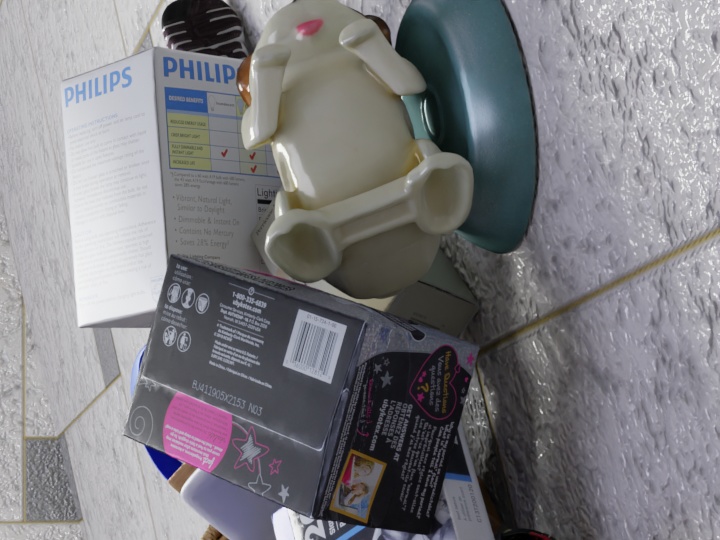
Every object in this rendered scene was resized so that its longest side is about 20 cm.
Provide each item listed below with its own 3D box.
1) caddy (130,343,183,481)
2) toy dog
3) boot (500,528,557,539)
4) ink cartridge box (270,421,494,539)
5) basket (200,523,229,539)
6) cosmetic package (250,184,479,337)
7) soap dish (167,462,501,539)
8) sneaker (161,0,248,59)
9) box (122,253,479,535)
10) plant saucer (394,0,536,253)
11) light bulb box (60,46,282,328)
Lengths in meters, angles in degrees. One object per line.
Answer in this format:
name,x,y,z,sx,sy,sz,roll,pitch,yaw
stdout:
caddy,-0.117,0.135,1.781,0.200,0.105,0.142,38,133,35
toy dog,-0.007,-0.096,1.416,0.194,0.139,0.201,51,-164,-61
boot,0.073,0.219,1.434,0.203,0.073,0.154,32,137,20
ink cartridge box,0.008,0.205,1.409,0.200,0.043,0.199,-39,53,36
basket,-0.058,0.218,1.681,0.201,0.149,0.143,-58,9,-13
cosmetic package,0.000,0.000,1.567,0.104,0.073,0.200,-56,37,17
soap dish,-0.017,0.160,1.549,0.157,0.200,0.081,-46,10,31
sneaker,-0.132,-0.161,1.962,0.200,0.075,0.116,-119,21,-44
box,-0.039,0.077,1.377,0.199,0.114,0.133,17,92,45
plant saucer,0.062,-0.107,1.425,0.200,0.036,0.202,168,90,-73
light bulb box,-0.123,-0.060,1.695,0.124,0.197,0.202,-11,80,43
